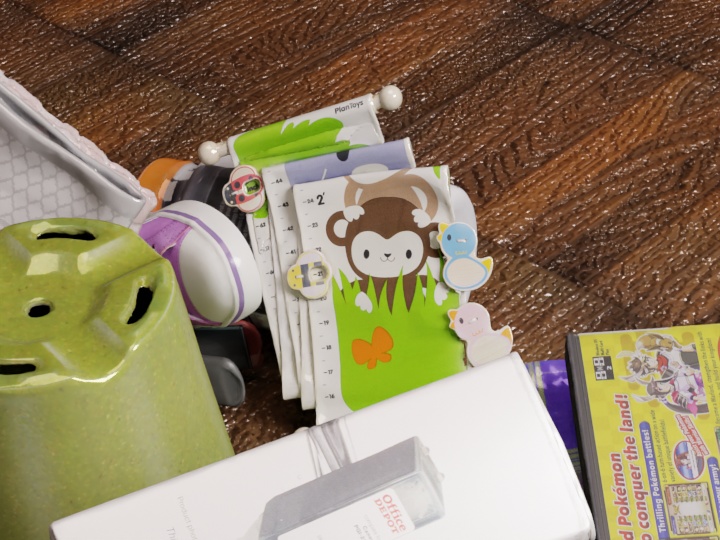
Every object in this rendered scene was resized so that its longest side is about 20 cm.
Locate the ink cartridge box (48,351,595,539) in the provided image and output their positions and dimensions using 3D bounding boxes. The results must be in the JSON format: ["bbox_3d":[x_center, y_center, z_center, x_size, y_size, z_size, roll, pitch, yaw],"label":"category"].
[{"bbox_3d":[-0.020,0.119,0.734,0.198,0.146,0.086,-18,74,-13],"label":"ink cartridge box"}]

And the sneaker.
[{"bbox_3d":[-0.147,0.014,1.007,0.114,0.073,0.199,-31,22,-36],"label":"sneaker"}]

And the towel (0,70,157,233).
[{"bbox_3d":[-0.232,-0.022,0.966,0.199,0.192,0.032,37,19,4],"label":"towel"}]

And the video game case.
[{"bbox_3d":[0.203,0.109,0.903,0.179,0.026,0.201,-4,49,1],"label":"video game case"}]

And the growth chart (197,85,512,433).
[{"bbox_3d":[0.000,0.000,0.982,0.144,0.202,0.018,-21,-11,18],"label":"growth chart"}]

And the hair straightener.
[{"bbox_3d":[-0.159,0.058,1.033,0.198,0.041,0.077,5,37,13],"label":"hair straightener"}]

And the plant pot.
[{"bbox_3d":[-0.142,0.084,0.875,0.198,0.186,0.201,-3,35,2],"label":"plant pot"}]

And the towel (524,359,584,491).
[{"bbox_3d":[0.116,0.093,0.971,0.198,0.023,0.144,-4,36,2],"label":"towel"}]

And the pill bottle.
[{"bbox_3d":[-0.039,-0.015,1.064,0.198,0.107,0.106,12,39,22],"label":"pill bottle"}]
